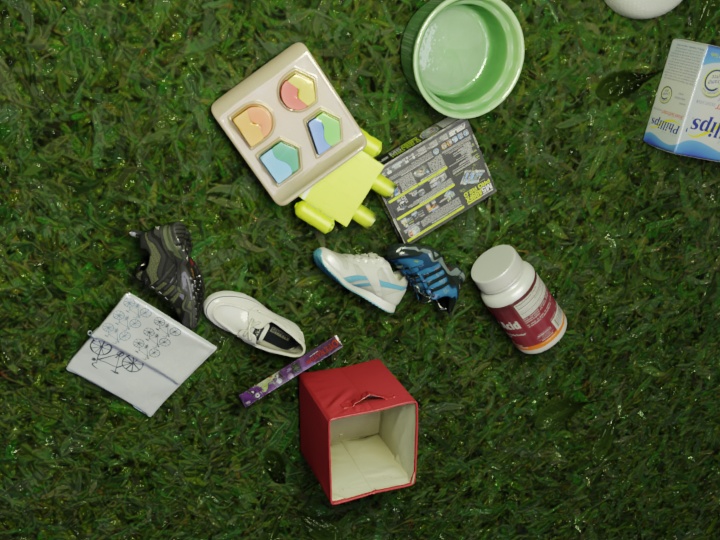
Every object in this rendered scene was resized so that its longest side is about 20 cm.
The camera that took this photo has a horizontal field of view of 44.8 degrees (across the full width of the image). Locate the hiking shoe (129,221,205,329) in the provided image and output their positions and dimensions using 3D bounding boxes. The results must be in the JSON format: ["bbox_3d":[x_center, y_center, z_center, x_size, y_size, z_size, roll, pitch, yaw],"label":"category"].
[{"bbox_3d":[-0.321,0.010,1.457,0.099,0.076,0.202,-3,120,6],"label":"hiking shoe"}]

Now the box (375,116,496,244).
[{"bbox_3d":[0.126,-0.162,1.555,0.199,0.044,0.161,-32,119,-5],"label":"box"}]

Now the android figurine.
[{"bbox_3d":[-0.044,-0.159,1.470,0.199,0.041,0.183,33,98,-11],"label":"android figurine"}]

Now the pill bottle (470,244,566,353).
[{"bbox_3d":[0.300,0.054,1.664,0.114,0.114,0.200,-40,118,-1],"label":"pill bottle"}]

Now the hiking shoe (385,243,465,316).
[{"bbox_3d":[0.119,0.012,1.570,0.199,0.074,0.088,26,68,-39],"label":"hiking shoe"}]

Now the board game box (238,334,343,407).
[{"bbox_3d":[-0.122,0.178,1.563,0.199,0.120,0.032,-32,91,-5],"label":"board game box"}]

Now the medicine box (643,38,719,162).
[{"bbox_3d":[0.661,-0.317,1.652,0.180,0.103,0.202,5,108,-21],"label":"medicine box"}]

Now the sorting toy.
[{"bbox_3d":[-0.114,-0.233,1.407,0.184,0.036,0.201,-35,103,3],"label":"sorting toy"}]

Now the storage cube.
[{"bbox_3d":[-0.007,0.287,1.606,0.169,0.180,0.202,-9,113,-20],"label":"storage cube"}]

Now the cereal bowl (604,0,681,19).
[{"bbox_3d":[0.513,-0.539,1.521,0.198,0.083,0.202,-7,113,-16],"label":"cereal bowl"}]

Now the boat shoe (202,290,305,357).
[{"bbox_3d":[-0.183,0.101,1.536,0.199,0.066,0.072,32,98,-28],"label":"boat shoe"}]

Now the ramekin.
[{"bbox_3d":[0.163,-0.362,1.456,0.198,0.098,0.202,-7,113,-17],"label":"ramekin"}]

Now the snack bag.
[{"bbox_3d":[-0.376,0.148,1.484,0.188,0.021,0.200,36,111,-27],"label":"snack bag"}]

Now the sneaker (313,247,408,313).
[{"bbox_3d":[0.000,0.000,1.563,0.199,0.076,0.081,30,92,-34],"label":"sneaker"}]
